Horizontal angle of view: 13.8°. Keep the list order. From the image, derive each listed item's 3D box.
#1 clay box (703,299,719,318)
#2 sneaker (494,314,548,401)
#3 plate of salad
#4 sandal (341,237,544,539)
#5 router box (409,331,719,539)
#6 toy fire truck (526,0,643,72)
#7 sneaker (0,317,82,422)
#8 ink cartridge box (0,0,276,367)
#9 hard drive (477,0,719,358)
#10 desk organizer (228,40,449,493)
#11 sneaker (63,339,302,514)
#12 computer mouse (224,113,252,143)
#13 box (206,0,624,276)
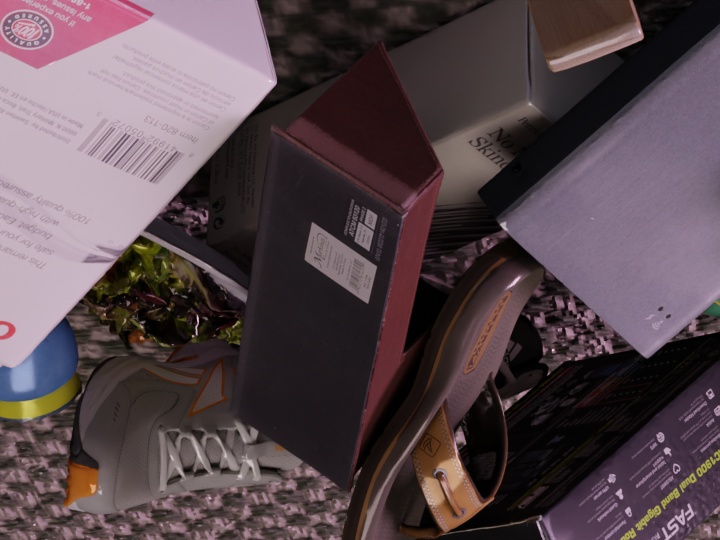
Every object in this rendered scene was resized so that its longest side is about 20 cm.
[{"bbox_3d":[0.253,-0.014,1.480,0.114,0.048,0.200,16,145,-22],"label":"clay box"},{"bbox_3d":[0.036,0.048,1.533,0.115,0.076,0.201,-31,175,0],"label":"sneaker"},{"bbox_3d":[-0.118,0.004,1.459,0.199,0.048,0.200,23,168,5],"label":"plate of salad"},{"bbox_3d":[0.046,0.078,1.384,0.054,0.082,0.201,31,110,15],"label":"sandal"},{"bbox_3d":[0.108,0.108,1.501,0.149,0.200,0.062,-13,108,50],"label":"router box"},{"bbox_3d":[0.088,-0.188,1.027,0.175,0.129,0.201,-17,100,27],"label":"toy fire truck"},{"bbox_3d":[-0.225,0.016,1.514,0.199,0.066,0.079,12,128,35],"label":"sneaker"},{"bbox_3d":[-0.156,-0.068,1.279,0.146,0.083,0.200,24,124,-34],"label":"ink cartridge box"},{"bbox_3d":[0.166,-0.062,1.337,0.200,0.033,0.139,-41,136,9],"label":"hard drive"},{"bbox_3d":[0.000,0.000,1.335,0.072,0.077,0.201,33,144,17],"label":"desk organizer"},{"bbox_3d":[-0.079,0.083,1.537,0.092,0.076,0.200,15,-162,20],"label":"sneaker"},{"bbox_3d":[-0.122,-0.127,1.323,0.199,0.046,0.141,17,129,-28],"label":"computer mouse"},{"bbox_3d":[0.025,-0.054,1.403,0.199,0.069,0.082,-24,140,36],"label":"box"}]
